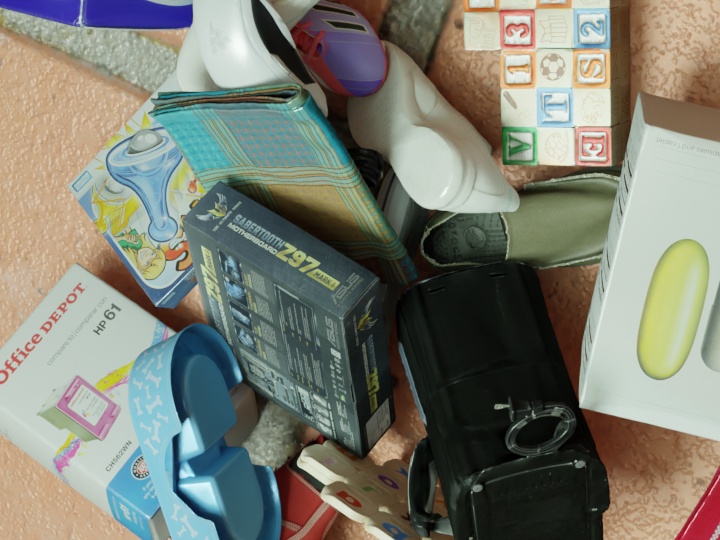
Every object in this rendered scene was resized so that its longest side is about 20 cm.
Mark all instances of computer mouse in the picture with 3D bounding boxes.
[{"bbox_3d":[-0.066,-0.123,1.245,0.109,0.044,0.201,-6,131,39],"label":"computer mouse"}]

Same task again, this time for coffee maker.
[{"bbox_3d":[0.107,0.091,1.242,0.201,0.133,0.193,-106,27,-43],"label":"coffee maker"}]

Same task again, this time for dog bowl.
[{"bbox_3d":[-0.123,0.143,1.329,0.049,0.111,0.202,-12,101,24],"label":"dog bowl"}]

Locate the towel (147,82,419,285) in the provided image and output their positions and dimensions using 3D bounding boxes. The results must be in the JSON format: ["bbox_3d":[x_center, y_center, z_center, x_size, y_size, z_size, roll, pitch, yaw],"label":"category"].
[{"bbox_3d":[-0.056,-0.058,1.270,0.145,0.022,0.201,0,138,34],"label":"towel"}]

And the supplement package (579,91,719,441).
[{"bbox_3d":[0.264,0.003,1.185,0.189,0.147,0.202,12,106,5],"label":"supplement package"}]

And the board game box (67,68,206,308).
[{"bbox_3d":[-0.130,-0.086,1.385,0.200,0.034,0.136,-45,72,15],"label":"board game box"}]

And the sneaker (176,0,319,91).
[{"bbox_3d":[-0.079,-0.197,1.265,0.200,0.080,0.071,-41,85,29],"label":"sneaker"}]

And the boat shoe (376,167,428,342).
[{"bbox_3d":[0.000,0.000,1.365,0.066,0.073,0.202,21,109,16],"label":"boat shoe"}]

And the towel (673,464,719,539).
[{"bbox_3d":[0.345,0.217,1.284,0.199,0.022,0.146,35,113,14],"label":"towel"}]

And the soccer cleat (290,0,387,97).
[{"bbox_3d":[-0.059,-0.203,1.328,0.200,0.076,0.067,48,118,26],"label":"soccer cleat"}]

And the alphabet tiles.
[{"bbox_3d":[0.045,0.194,1.318,0.199,0.195,0.015,34,100,14],"label":"alphabet tiles"}]

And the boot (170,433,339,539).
[{"bbox_3d":[-0.088,0.193,1.456,0.199,0.072,0.145,13,64,49],"label":"boot"}]

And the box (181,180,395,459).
[{"bbox_3d":[-0.052,0.041,1.308,0.157,0.051,0.201,30,151,25],"label":"box"}]

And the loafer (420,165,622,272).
[{"bbox_3d":[0.132,-0.029,1.302,0.198,0.070,0.076,-14,95,26],"label":"loafer"}]

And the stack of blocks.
[{"bbox_3d":[0.140,-0.181,1.274,0.114,0.058,0.203,2,102,24],"label":"stack of blocks"}]

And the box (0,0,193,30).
[{"bbox_3d":[-0.219,-0.301,1.350,0.183,0.104,0.203,20,111,48],"label":"box"}]

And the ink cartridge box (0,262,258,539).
[{"bbox_3d":[-0.208,0.112,1.439,0.199,0.085,0.145,32,68,16],"label":"ink cartridge box"}]

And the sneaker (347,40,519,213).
[{"bbox_3d":[0.056,-0.101,1.303,0.076,0.088,0.201,-58,37,25],"label":"sneaker"}]
